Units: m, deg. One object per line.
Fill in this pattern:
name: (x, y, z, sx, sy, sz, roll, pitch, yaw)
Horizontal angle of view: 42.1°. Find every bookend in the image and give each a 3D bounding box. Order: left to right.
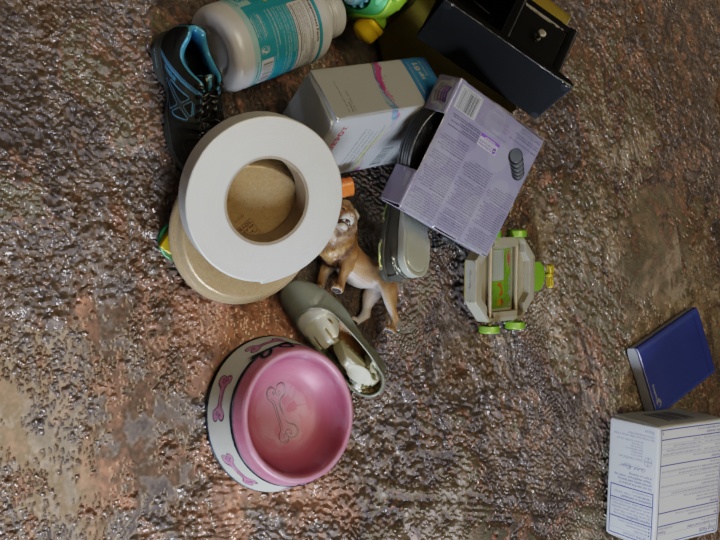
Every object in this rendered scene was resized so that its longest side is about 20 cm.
bookend: (0.208, -0.345, 1.239, 0.199, 0.092, 0.200, 33, 64, -9)

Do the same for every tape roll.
tape roll: (-0.117, -0.086, 1.117, 0.201, 0.037, 0.205, -9, 110, -25)

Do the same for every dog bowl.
dog bowl: (-0.094, 0.183, 1.192, 0.198, 0.073, 0.203, 4, 82, -35)

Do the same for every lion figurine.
lion figurine: (0.000, 0.000, 1.295, 0.200, 0.072, 0.123, 46, 51, -39)

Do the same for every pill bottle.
pill bottle: (-0.112, -0.311, 1.212, 0.199, 0.110, 0.112, -30, 102, -35)

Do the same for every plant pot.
plant pot: (0.143, -0.334, 1.362, 0.200, 0.195, 0.195, 39, 63, -14)

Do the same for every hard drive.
hard drive: (0.570, 0.165, 1.708, 0.199, 0.025, 0.133, -25, 100, -36)

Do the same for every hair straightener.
hair straightener: (0.118, -0.063, 1.403, 0.199, 0.041, 0.078, 22, 76, -37)

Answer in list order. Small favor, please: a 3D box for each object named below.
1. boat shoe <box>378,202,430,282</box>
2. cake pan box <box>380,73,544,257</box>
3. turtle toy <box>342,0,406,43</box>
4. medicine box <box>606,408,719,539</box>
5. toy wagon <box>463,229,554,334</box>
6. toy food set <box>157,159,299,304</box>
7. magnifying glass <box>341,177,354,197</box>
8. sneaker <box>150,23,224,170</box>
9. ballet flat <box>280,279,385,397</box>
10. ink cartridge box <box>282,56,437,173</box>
boat shoe: (0.062, -0.078, 1.297, 0.072, 0.060, 0.204, 30, 55, -36)
cake pan box: (0.137, -0.137, 1.251, 0.199, 0.052, 0.186, 24, 90, -40)
turtle toy: (0.005, -0.416, 1.281, 0.146, 0.200, 0.101, -45, 137, 8)
medicine box: (0.516, 0.347, 1.587, 0.181, 0.102, 0.203, 1, 93, -36)
toy wagon: (0.233, 0.014, 1.459, 0.199, 0.039, 0.157, -4, 96, -46)
toy food set: (-0.146, -0.057, 1.161, 0.197, 0.049, 0.201, 36, 90, -32)
magnifying glass: (-0.101, -0.091, 1.214, 0.198, 0.022, 0.080, -13, 117, -20)
sneaker: (-0.202, -0.202, 1.152, 0.073, 0.082, 0.202, -22, 99, -37)
ballet flat: (-0.031, 0.093, 1.245, 0.200, 0.067, 0.064, 48, 16, -24)
ink cartridge box: (-0.003, -0.202, 1.248, 0.199, 0.145, 0.085, -17, 71, -37)
